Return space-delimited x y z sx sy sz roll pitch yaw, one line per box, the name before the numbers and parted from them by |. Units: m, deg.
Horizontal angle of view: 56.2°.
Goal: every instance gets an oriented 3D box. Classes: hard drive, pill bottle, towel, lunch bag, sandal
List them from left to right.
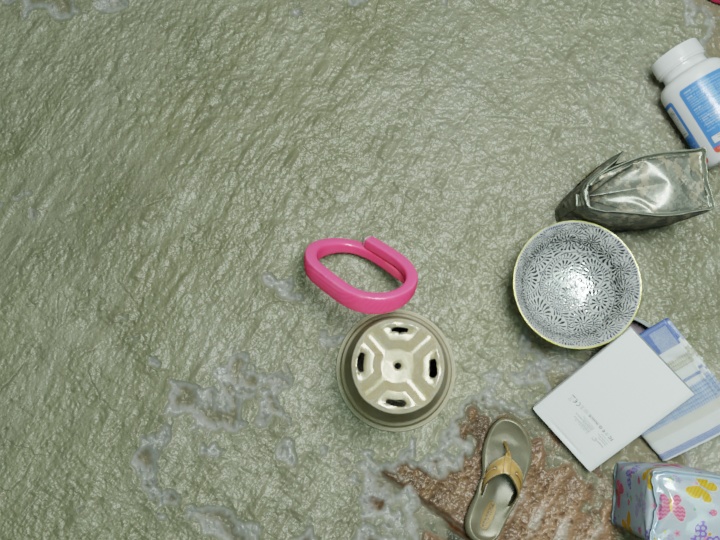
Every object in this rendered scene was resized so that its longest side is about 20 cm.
sandal | 0.218 0.333 1.057 0.080 0.054 0.201 20 81 5
hard drive | 0.389 0.201 1.048 0.132 0.027 0.200 48 110 9
lunch bag | 0.422 -0.122 1.075 0.198 0.164 0.119 -7 85 0
towel | 0.477 0.188 1.051 0.147 0.024 0.200 -38 89 23
lunch bag | 0.494 0.353 0.985 0.198 0.170 0.128 5 79 2
pill bottle | 0.576 -0.281 1.125 0.112 0.112 0.201 -27 81 -3

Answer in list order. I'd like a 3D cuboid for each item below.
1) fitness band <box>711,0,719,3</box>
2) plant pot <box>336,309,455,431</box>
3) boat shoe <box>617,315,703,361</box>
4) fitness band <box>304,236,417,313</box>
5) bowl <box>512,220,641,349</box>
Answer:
fitness band | 0.683 -0.567 1.211 0.143 0.037 0.201 25 80 6
plant pot | 0.056 0.148 1.030 0.199 0.184 0.202 0 79 2
boat shoe | 0.485 0.140 1.077 0.202 0.065 0.075 41 84 8
fitness band | 0.000 0.000 1.067 0.143 0.038 0.200 -21 41 -37
bowl | 0.337 0.028 1.087 0.199 0.094 0.203 0 81 2
